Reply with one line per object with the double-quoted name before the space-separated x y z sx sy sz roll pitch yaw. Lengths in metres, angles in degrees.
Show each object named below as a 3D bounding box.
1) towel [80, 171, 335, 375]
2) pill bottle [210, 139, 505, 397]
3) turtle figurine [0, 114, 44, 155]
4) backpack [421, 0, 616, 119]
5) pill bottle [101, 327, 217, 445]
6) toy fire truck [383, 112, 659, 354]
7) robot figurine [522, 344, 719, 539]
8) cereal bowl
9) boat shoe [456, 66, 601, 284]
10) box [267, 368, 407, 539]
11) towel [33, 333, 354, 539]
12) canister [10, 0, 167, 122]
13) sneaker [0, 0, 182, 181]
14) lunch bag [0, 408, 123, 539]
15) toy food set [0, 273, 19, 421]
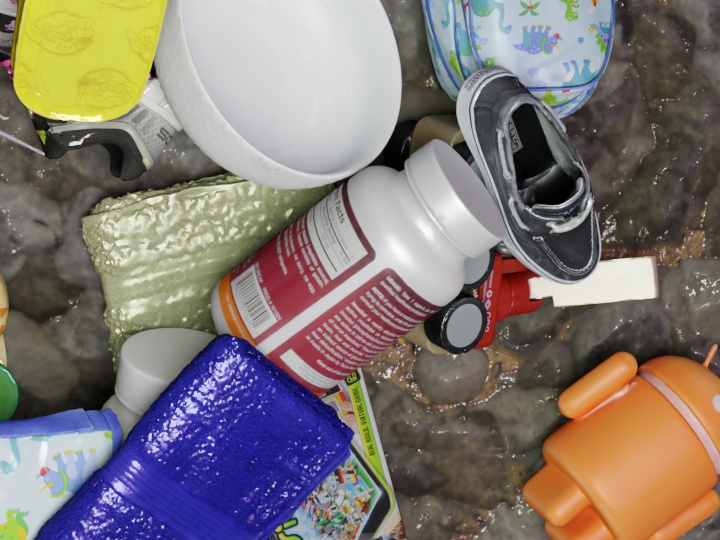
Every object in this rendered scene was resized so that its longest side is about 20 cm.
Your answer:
"towel" -0.103 -0.003 1.231 0.199 0.036 0.149 -15 107 -15
"pill bottle" 0.000 0.000 1.153 0.200 0.113 0.113 -36 112 18
"turtle figurine" -0.321 -0.058 1.100 0.199 0.150 0.101 10 113 -9
"backpack" 0.117 -0.209 1.206 0.162 0.154 0.201 0 108 -21
"pill bottle" -0.142 0.153 1.192 0.113 0.114 0.201 3 112 -18
"toy fire truck" 0.127 -0.029 1.269 0.199 0.128 0.177 -6 110 -37
"robot figurine" 0.229 0.147 1.328 0.200 0.117 0.144 -36 72 -7
"cereal bowl" -0.070 -0.149 1.163 0.199 0.083 0.201 16 65 -37
"boat shoe" 0.134 -0.056 1.159 0.072 0.068 0.200 -35 128 -10
"box" -0.031 0.173 1.293 0.109 0.035 0.201 -19 107 -13
"towel" -0.107 0.153 1.108 0.200 0.050 0.148 -49 129 1
"canister" -0.180 -0.219 1.051 0.086 0.201 0.149 4 139 -18
"sneaker" -0.216 -0.127 1.147 0.199 0.074 0.088 28 86 -26
"lunch bag" -0.265 0.178 1.127 0.169 0.128 0.201 -5 135 -32
"toy food set" -0.346 0.075 1.163 0.199 0.049 0.199 -5 103 -17
